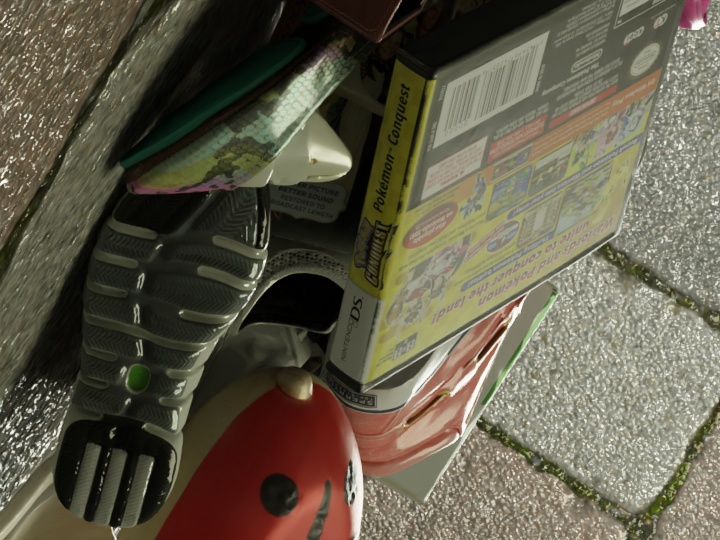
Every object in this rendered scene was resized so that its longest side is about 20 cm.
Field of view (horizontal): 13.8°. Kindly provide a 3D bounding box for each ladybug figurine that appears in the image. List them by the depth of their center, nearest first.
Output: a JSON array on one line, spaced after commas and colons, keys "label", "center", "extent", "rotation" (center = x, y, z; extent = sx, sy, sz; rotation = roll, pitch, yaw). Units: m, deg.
[{"label": "ladybug figurine", "center": [-0.055, 0.139, 1.455], "extent": [0.135, 0.072, 0.201], "rotation": [-9, 127, -40]}]

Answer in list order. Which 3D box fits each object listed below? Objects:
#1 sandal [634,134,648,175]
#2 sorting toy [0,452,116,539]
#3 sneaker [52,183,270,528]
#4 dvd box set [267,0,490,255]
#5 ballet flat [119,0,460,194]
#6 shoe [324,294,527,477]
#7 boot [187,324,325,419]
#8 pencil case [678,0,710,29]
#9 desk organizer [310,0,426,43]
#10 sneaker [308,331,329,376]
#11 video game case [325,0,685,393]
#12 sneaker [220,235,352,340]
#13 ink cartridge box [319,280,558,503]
[{"label": "sandal", "center": [0.050, -0.066, 1.530], "extent": [0.057, 0.199, 0.080], "rotation": [96, -6, -66]}, {"label": "sorting toy", "center": [-0.172, 0.176, 1.445], "extent": [0.200, 0.106, 0.181], "rotation": [-51, 164, -48]}, {"label": "sneaker", "center": [-0.096, 0.010, 1.381], "extent": [0.116, 0.075, 0.201], "rotation": [-92, -157, -65]}, {"label": "dvd box set", "center": [0.030, -0.098, 1.381], "extent": [0.201, 0.146, 0.029], "rotation": [-65, -151, 21]}, {"label": "ballet flat", "center": [-0.013, -0.085, 1.287], "extent": [0.200, 0.071, 0.069], "rotation": [-45, -163, -15]}, {"label": "shoe", "center": [0.050, 0.019, 1.572], "extent": [0.200, 0.071, 0.091], "rotation": [-48, 156, -28]}, {"label": "boot", "center": [-0.057, 0.020, 1.535], "extent": [0.200, 0.095, 0.074], "rotation": [-53, 173, -36]}, {"label": "pencil case", "center": [0.079, -0.131, 1.461], "extent": [0.094, 0.199, 0.091], "rotation": [57, 23, -47]}, {"label": "desk organizer", "center": [0.029, -0.198, 1.194], "extent": [0.201, 0.077, 0.072], "rotation": [-60, 174, 22]}, {"label": "sneaker", "center": [-0.053, 0.019, 1.623], "extent": [0.072, 0.072, 0.201], "rotation": [-11, -139, 44]}, {"label": "video game case", "center": [0.071, -0.055, 1.361], "extent": [0.200, 0.025, 0.182], "rotation": [-30, 144, -41]}, {"label": "sneaker", "center": [0.000, 0.000, 1.473], "extent": [0.199, 0.082, 0.075], "rotation": [-8, 146, -22]}, {"label": "ink cartridge box", "center": [0.006, 0.026, 1.701], "extent": [0.147, 0.083, 0.200], "rotation": [-57, -153, 1]}]
